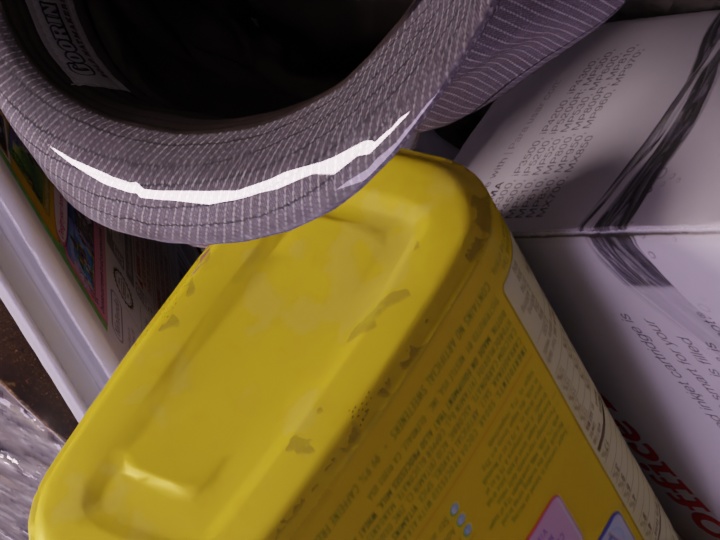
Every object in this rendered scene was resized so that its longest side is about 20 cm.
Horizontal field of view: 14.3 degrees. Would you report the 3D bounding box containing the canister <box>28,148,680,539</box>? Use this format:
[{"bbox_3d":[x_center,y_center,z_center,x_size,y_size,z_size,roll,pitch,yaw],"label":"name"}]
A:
[{"bbox_3d":[0.014,0.083,0.730,0.086,0.149,0.200,15,150,38],"label":"canister"}]

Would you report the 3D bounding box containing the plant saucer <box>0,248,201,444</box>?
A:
[{"bbox_3d":[-0.074,0.017,0.977,0.200,0.032,0.200,40,-165,-13],"label":"plant saucer"}]

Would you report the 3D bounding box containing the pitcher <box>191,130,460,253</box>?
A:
[{"bbox_3d":[0.000,0.000,0.870,0.200,0.121,0.172,58,178,-42],"label":"pitcher"}]

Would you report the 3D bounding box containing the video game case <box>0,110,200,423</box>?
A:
[{"bbox_3d":[-0.090,-0.028,0.833,0.182,0.022,0.200,61,-173,-24],"label":"video game case"}]

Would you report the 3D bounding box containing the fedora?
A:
[{"bbox_3d":[-0.002,-0.087,0.655,0.200,0.177,0.090,-2,169,44],"label":"fedora"}]

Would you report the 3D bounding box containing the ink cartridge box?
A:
[{"bbox_3d":[0.130,0.007,0.716,0.147,0.083,0.200,45,155,-27],"label":"ink cartridge box"}]
